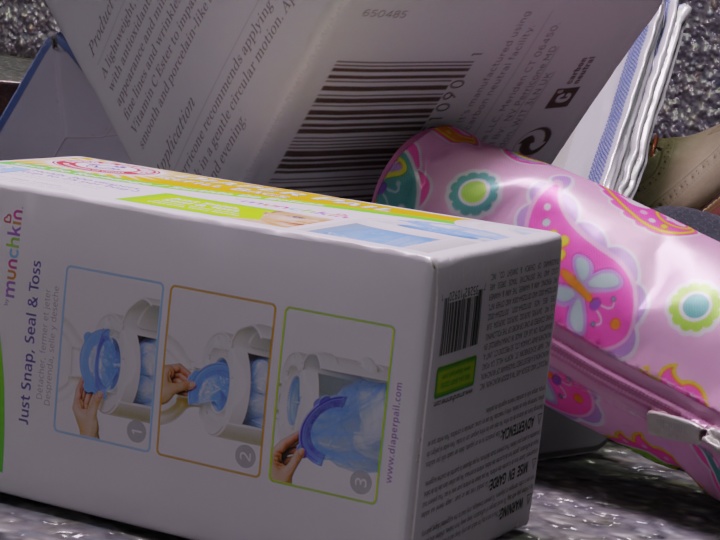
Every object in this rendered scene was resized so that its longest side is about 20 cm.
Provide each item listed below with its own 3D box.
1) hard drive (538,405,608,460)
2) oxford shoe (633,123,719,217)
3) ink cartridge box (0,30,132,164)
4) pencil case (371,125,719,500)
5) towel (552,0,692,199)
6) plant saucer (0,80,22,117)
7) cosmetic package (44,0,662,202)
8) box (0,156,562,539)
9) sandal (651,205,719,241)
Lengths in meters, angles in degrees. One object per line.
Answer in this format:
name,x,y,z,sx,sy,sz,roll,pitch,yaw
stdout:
hard drive,-0.015,0.045,0.850,0.199,0.026,0.132,14,11,42
oxford shoe,0.136,-0.042,1.041,0.200,0.075,0.070,-34,3,17
ink cartridge box,-0.089,-0.060,1.002,0.076,0.137,0.200,49,35,15
pencil case,0.092,0.018,0.773,0.199,0.088,0.087,29,18,27
towel,0.078,-0.054,1.050,0.024,0.147,0.200,39,-39,-24
plant saucer,-0.197,-0.071,1.130,0.199,0.037,0.200,1,-5,0
cosmetic package,-0.015,-0.127,0.866,0.164,0.165,0.200,-5,52,-37
box,-0.048,0.026,0.687,0.199,0.102,0.112,10,9,24
sandal,0.115,0.017,0.908,0.076,0.043,0.200,26,27,33
